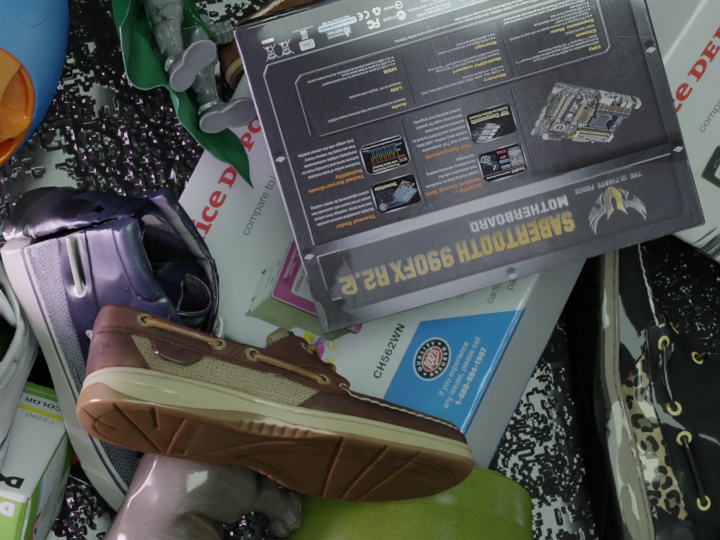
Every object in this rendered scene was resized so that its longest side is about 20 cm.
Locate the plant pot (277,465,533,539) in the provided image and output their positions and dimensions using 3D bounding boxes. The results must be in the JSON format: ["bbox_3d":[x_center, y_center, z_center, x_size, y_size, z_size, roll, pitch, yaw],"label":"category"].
[{"bbox_3d":[0.020,0.204,1.246,0.199,0.200,0.194,7,68,-7],"label":"plant pot"}]

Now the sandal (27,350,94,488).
[{"bbox_3d":[-0.164,0.073,1.298,0.199,0.045,0.076,12,80,-6],"label":"sandal"}]

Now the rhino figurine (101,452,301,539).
[{"bbox_3d":[-0.107,0.160,1.223,0.087,0.060,0.201,18,108,-46],"label":"rhino figurine"}]

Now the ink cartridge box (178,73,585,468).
[{"bbox_3d":[0.000,0.000,1.282,0.199,0.085,0.145,22,77,19],"label":"ink cartridge box"}]

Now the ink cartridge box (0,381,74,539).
[{"bbox_3d":[-0.236,0.121,1.195,0.147,0.200,0.076,16,117,1],"label":"ink cartridge box"}]

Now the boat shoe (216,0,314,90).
[{"bbox_3d":[0.000,-0.165,1.351,0.200,0.072,0.068,-30,81,-18],"label":"boat shoe"}]

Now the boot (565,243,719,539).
[{"bbox_3d":[0.197,0.058,1.340,0.150,0.073,0.201,-5,82,-10],"label":"boot"}]

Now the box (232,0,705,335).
[{"bbox_3d":[0.054,-0.073,1.190,0.199,0.048,0.159,-17,99,4],"label":"box"}]

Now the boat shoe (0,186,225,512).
[{"bbox_3d":[-0.104,0.048,1.222,0.075,0.092,0.201,-48,122,-42],"label":"boat shoe"}]

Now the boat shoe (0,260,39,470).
[{"bbox_3d":[-0.194,0.030,1.228,0.073,0.200,0.067,7,120,-16],"label":"boat shoe"}]

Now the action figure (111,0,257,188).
[{"bbox_3d":[-0.103,-0.137,1.283,0.055,0.200,0.118,-32,126,3],"label":"action figure"}]

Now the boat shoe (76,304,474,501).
[{"bbox_3d":[-0.037,0.059,1.171,0.199,0.072,0.072,12,59,-15],"label":"boat shoe"}]

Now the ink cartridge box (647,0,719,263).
[{"bbox_3d":[0.203,-0.083,1.294,0.200,0.084,0.146,27,100,-36],"label":"ink cartridge box"}]

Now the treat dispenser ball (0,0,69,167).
[{"bbox_3d":[-0.249,-0.130,1.239,0.200,0.201,0.202,1,81,-8],"label":"treat dispenser ball"}]
